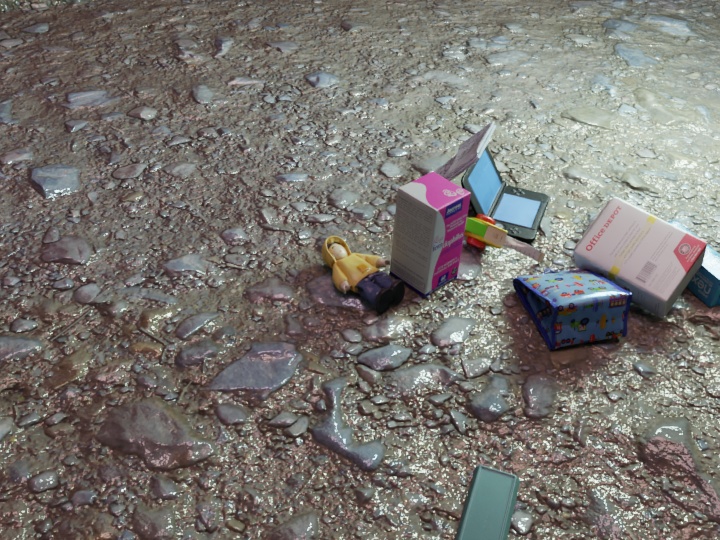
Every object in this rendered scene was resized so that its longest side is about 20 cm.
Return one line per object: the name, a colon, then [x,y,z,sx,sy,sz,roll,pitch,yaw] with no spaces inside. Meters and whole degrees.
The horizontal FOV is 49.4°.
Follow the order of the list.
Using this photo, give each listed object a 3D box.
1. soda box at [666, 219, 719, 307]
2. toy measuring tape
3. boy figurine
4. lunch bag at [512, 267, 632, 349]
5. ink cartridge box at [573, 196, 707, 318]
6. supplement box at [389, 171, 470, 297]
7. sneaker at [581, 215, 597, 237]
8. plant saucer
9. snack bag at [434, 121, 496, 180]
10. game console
soda box: [0.665,-0.018,1.569,0.064,0.068,0.200,-12,40,-19]
toy measuring tape: [0.283,-0.064,1.620,0.198,0.074,0.074,23,39,-1]
boy figurine: [0.000,0.000,1.506,0.124,0.065,0.200,-27,49,-29]
lunch bag: [0.385,0.046,1.464,0.149,0.095,0.200,-8,29,-10]
ink cartridge box: [0.533,-0.028,1.503,0.199,0.083,0.145,35,80,29]
supplement box: [0.129,-0.068,1.488,0.101,0.201,0.103,-29,47,-34]
sneaker: [0.539,-0.036,1.594,0.199,0.081,0.086,23,53,36]
plant saucer: [0.173,0.354,1.092,0.069,0.019,0.200,14,40,14]
snack bag: [0.211,-0.241,1.755,0.021,0.200,0.189,46,37,-11]
game console: [0.319,-0.172,1.707,0.174,0.117,0.200,15,39,16]
